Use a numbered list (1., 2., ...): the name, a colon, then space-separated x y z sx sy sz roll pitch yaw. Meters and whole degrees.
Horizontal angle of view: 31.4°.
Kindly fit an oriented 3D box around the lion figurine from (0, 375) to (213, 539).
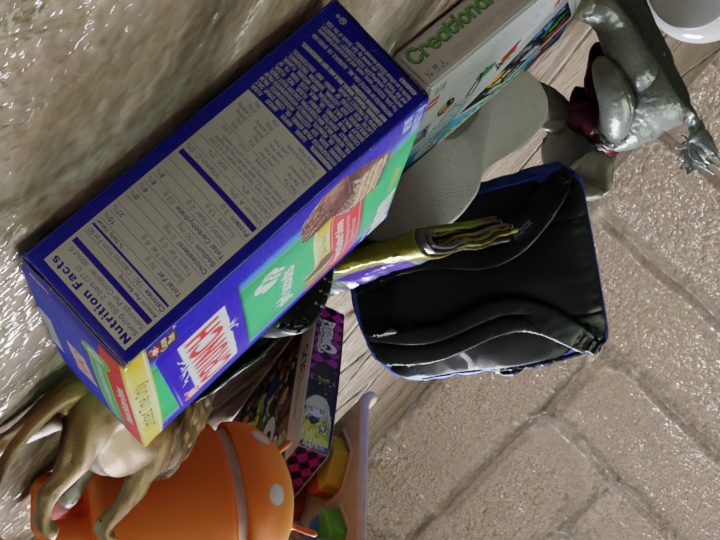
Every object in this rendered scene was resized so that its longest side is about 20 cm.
1. lion figurine: -0.157 0.101 0.792 0.123 0.072 0.200 -53 167 -2

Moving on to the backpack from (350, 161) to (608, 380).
1. backpack: 0.090 0.007 1.074 0.197 0.165 0.168 -13 -174 0

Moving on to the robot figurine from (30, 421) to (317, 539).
1. robot figurine: -0.134 0.170 0.920 0.198 0.118 0.144 -6 -169 -20

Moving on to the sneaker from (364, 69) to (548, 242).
1. sneaker: 0.056 -0.082 0.995 0.199 0.076 0.088 -36 -168 -25

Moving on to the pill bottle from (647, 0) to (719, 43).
1. pill bottle: 0.335 -0.277 1.238 0.112 0.111 0.200 -50 170 25

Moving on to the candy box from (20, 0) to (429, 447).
1. candy box: -0.067 -0.017 0.660 0.200 0.077 0.169 -42 171 -17

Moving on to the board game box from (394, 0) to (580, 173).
1. board game box: 0.088 -0.156 0.886 0.200 0.035 0.127 -42 169 -25

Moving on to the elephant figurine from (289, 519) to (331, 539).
1. elephant figurine: -0.123 0.238 1.094 0.141 0.200 0.155 -41 164 -15

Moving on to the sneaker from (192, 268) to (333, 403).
1. sneaker: -0.052 -0.009 0.815 0.104 0.060 0.201 -20 -145 50

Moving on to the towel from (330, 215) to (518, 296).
1. towel: 0.000 0.000 0.905 0.198 0.023 0.143 -18 177 30

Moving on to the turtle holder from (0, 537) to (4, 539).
1. turtle holder: -0.254 0.206 0.688 0.183 0.142 0.132 -3 141 -10

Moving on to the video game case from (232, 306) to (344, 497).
1. video game case: -0.081 0.159 1.222 0.200 0.036 0.182 -53 -160 38

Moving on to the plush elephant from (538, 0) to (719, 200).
1. plush elephant: 0.213 -0.145 1.159 0.154 0.201 0.165 -29 -174 26

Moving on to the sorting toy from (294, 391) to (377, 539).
1. sorting toy: -0.045 0.228 1.153 0.185 0.036 0.202 -49 -154 45
